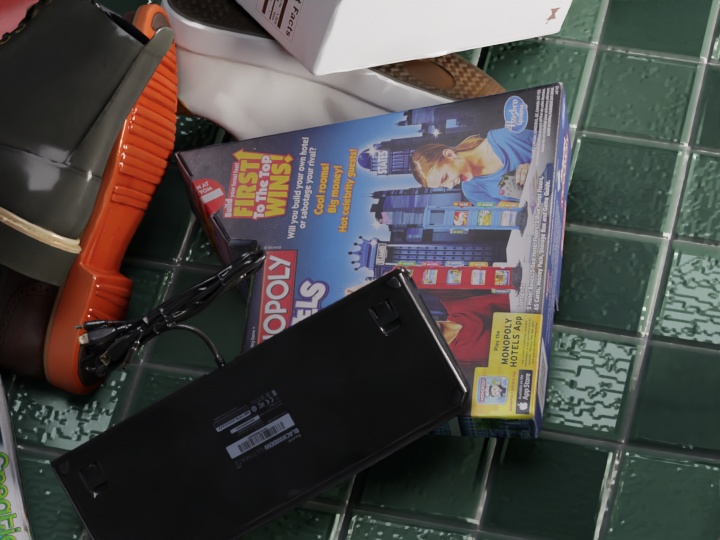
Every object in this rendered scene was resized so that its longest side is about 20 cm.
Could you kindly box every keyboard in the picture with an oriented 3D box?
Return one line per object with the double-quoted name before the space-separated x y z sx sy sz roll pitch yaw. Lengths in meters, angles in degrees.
"keyboard" -0.059 0.056 1.426 0.199 0.021 0.128 -29 93 8

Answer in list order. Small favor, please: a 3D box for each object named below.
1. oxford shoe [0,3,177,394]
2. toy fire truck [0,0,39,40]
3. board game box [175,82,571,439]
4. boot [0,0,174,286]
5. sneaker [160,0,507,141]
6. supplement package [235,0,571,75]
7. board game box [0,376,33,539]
"oxford shoe" -0.145 -0.043 1.509 0.072 0.071 0.201 13 82 19
"toy fire truck" -0.183 -0.167 1.562 0.128 0.201 0.176 -28 56 -15
"board game box" 0.000 0.000 1.506 0.198 0.062 0.201 1 57 10
"boot" -0.191 -0.098 1.483 0.199 0.077 0.139 31 96 22
"sneaker" -0.018 -0.088 1.582 0.199 0.085 0.073 15 28 -7
"supplement package" 0.004 -0.230 1.583 0.190 0.148 0.200 -14 47 -42
"board game box" -0.219 0.147 1.434 0.125 0.035 0.201 -13 53 -3
